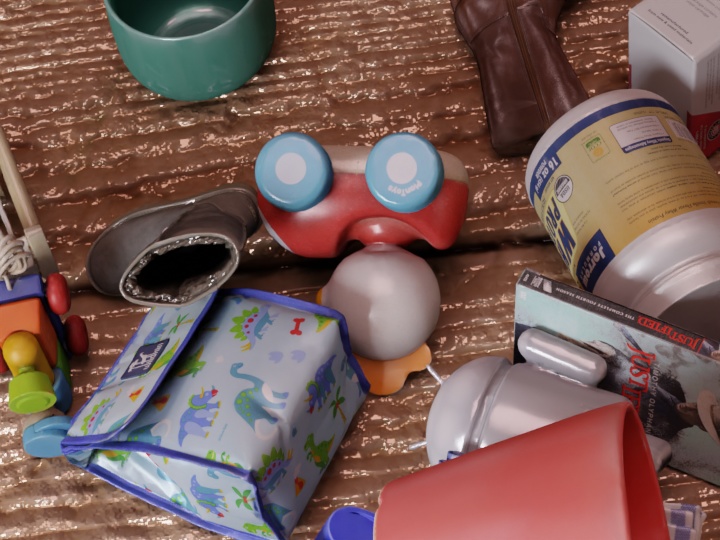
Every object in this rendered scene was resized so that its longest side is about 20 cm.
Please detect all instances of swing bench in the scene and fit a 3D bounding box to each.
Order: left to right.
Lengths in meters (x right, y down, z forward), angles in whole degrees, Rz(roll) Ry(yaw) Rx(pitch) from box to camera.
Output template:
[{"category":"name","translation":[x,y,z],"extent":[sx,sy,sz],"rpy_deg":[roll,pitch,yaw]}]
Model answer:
[{"category":"swing bench","translation":[-0.378,-0.035,1.606],"extent":[0.197,0.130,0.201],"rpy_deg":[-21,61,-8]}]

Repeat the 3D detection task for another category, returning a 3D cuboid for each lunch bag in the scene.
[{"category":"lunch bag","translation":[-0.119,0.103,1.485],"extent":[0.198,0.128,0.171],"rpy_deg":[12,53,29]}]

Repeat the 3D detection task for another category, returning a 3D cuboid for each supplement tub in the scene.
[{"category":"supplement tub","translation":[0.233,-0.031,1.513],"extent":[0.143,0.145,0.201],"rpy_deg":[-21,56,-7]}]

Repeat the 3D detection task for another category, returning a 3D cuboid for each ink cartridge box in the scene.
[{"category":"ink cartridge box","translation":[0.331,-0.206,1.618],"extent":[0.199,0.146,0.083],"rpy_deg":[-35,57,-17]}]

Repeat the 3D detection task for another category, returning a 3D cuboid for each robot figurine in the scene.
[{"category":"robot figurine","translation":[0.135,0.134,1.431],"extent":[0.198,0.113,0.172],"rpy_deg":[16,94,17]}]

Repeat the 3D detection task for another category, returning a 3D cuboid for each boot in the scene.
[{"category":"boot","translation":[-0.162,-0.006,1.510],"extent":[0.181,0.073,0.200],"rpy_deg":[-27,16,14]},{"category":"boot","translation":[0.184,-0.203,1.683],"extent":[0.185,0.064,0.201],"rpy_deg":[-22,52,8]}]

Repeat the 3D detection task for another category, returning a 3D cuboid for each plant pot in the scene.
[{"category":"plant pot","translation":[0.111,0.197,1.249],"extent":[0.175,0.201,0.202],"rpy_deg":[-10,54,15]}]

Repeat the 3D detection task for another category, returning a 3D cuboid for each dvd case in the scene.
[{"category":"dvd case","translation":[0.209,0.085,1.437],"extent":[0.198,0.147,0.022],"rpy_deg":[21,52,19]}]

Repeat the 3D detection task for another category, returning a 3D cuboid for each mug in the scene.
[{"category":"mug","translation":[-0.149,-0.245,1.723],"extent":[0.150,0.115,0.187],"rpy_deg":[7,56,12]}]

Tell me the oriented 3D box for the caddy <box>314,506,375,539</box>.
[{"category":"caddy","translation":[-0.004,0.273,1.363],"extent":[0.141,0.105,0.200],"rpy_deg":[-23,60,-34]}]

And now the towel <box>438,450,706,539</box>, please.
[{"category":"towel","translation":[0.146,0.217,1.375],"extent":[0.198,0.149,0.024],"rpy_deg":[11,20,15]}]

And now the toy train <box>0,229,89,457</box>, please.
[{"category":"toy train","translation":[-0.268,0.059,1.484],"extent":[0.084,0.201,0.117],"rpy_deg":[-13,60,-2]}]

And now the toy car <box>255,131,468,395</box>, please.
[{"category":"toy car","translation":[0.000,0.000,1.536],"extent":[0.175,0.184,0.203],"rpy_deg":[1,84,8]}]
